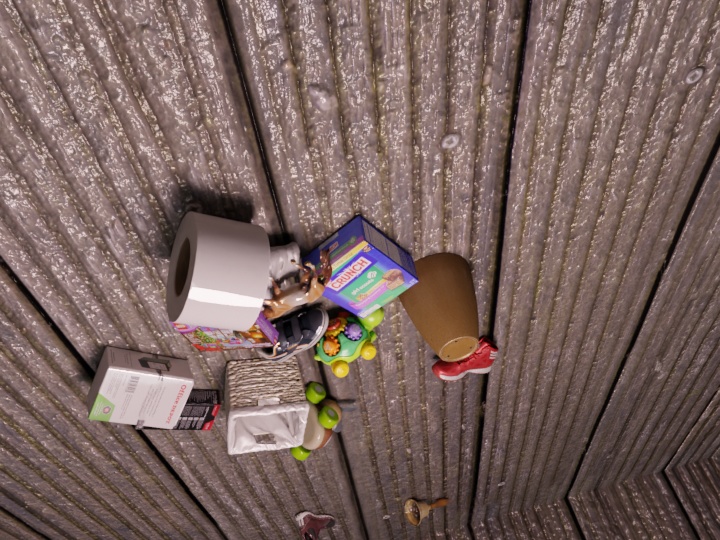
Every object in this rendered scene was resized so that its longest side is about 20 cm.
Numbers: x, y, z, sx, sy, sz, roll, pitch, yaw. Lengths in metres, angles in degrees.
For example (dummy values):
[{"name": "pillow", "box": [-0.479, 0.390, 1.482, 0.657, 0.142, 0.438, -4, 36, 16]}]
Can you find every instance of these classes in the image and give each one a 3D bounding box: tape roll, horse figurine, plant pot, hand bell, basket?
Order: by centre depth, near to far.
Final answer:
[{"name": "tape roll", "box": [-0.266, 0.004, 1.153, 0.137, 0.205, 0.204, 11, 133, -28]}, {"name": "horse figurine", "box": [-0.132, 0.035, 1.246, 0.198, 0.050, 0.133, -27, 141, 6]}, {"name": "plant pot", "box": [0.195, 0.099, 1.424, 0.183, 0.202, 0.188, -10, 141, -8]}, {"name": "basket", "box": [-0.244, 0.341, 1.576, 0.195, 0.162, 0.202, -2, 137, -16]}, {"name": "hand bell", "box": [0.286, 0.961, 2.535, 0.197, 0.105, 0.105, -1, 139, -35]}]

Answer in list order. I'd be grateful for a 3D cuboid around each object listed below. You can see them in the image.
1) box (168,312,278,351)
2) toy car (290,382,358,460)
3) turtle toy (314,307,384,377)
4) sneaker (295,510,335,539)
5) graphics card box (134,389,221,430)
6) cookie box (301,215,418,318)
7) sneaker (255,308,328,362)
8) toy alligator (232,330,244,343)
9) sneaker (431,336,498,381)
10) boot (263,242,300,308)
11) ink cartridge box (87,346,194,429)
[{"name": "box", "box": [-0.296, 0.124, 1.359, 0.197, 0.040, 0.137, -6, 142, 18]}, {"name": "toy car", "box": [-0.095, 0.421, 1.741, 0.198, 0.159, 0.165, 15, 122, -47]}, {"name": "turtle toy", "box": [-0.026, 0.148, 1.466, 0.198, 0.146, 0.102, -32, 117, -9]}, {"name": "sneaker", "box": [-0.167, 0.994, 2.374, 0.075, 0.117, 0.199, -39, 135, 25]}, {"name": "graphics card box", "box": [-0.470, 0.358, 1.601, 0.197, 0.051, 0.126, 6, 134, -27]}, {"name": "cookie box", "box": [0.000, 0.000, 1.340, 0.170, 0.076, 0.199, -35, 136, 23]}, {"name": "sneaker", "box": [-0.163, 0.152, 1.453, 0.199, 0.079, 0.079, -38, 141, 26]}, {"name": "toy alligator", "box": [-0.295, 0.063, 1.267, 0.054, 0.199, 0.059, -49, 172, -12]}, {"name": "sneaker", "box": [0.293, 0.232, 1.721, 0.197, 0.079, 0.117, -8, 132, -30]}, {"name": "boot", "box": [-0.170, 0.018, 1.307, 0.094, 0.074, 0.201, -17, 153, -21]}, {"name": "ink cartridge box", "box": [-0.505, 0.273, 1.434, 0.198, 0.084, 0.147, 17, 109, -33]}]
